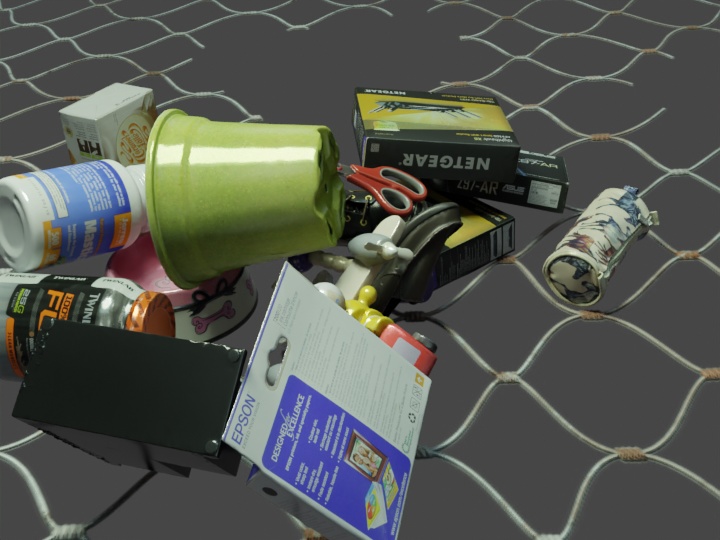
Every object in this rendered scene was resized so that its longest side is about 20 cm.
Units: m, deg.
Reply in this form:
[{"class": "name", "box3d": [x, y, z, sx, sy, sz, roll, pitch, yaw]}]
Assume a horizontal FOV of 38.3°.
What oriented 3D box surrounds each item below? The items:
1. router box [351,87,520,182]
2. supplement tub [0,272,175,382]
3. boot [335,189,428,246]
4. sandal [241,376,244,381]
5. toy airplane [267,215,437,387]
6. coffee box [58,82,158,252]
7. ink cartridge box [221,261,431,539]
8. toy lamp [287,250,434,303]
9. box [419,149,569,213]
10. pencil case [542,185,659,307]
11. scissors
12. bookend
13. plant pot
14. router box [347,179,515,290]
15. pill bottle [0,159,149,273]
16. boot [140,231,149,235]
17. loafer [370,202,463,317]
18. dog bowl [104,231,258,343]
[{"class": "router box", "box3d": [0.093, -0.177, 1.344, 0.196, 0.053, 0.158, 2, 32, -9]}, {"class": "supplement tub", "box3d": [-0.316, 0.068, 1.163, 0.196, 0.124, 0.123, 2, 31, 13]}, {"class": "boot", "box3d": [-0.029, -0.085, 1.278, 0.198, 0.150, 0.074, 5, 71, 45]}, {"class": "sandal", "box3d": [-0.088, 0.156, 1.013, 0.198, 0.082, 0.055, 27, 63, 17]}, {"class": "toy airplane", "box3d": [-0.026, 0.050, 1.105, 0.196, 0.141, 0.203, -19, 57, 16]}, {"class": "coffee box", "box3d": [-0.331, -0.140, 1.434, 0.079, 0.203, 0.114, 14, 35, 31]}, {"class": "ink cartridge box", "box3d": [-0.030, 0.126, 0.928, 0.043, 0.199, 0.200, -28, 31, 40]}, {"class": "toy lamp", "box3d": [0.000, 0.000, 1.294, 0.197, 0.059, 0.058, 13, 35, 31]}, {"class": "box", "box3d": [0.185, -0.137, 1.438, 0.196, 0.044, 0.160, 11, 20, 5]}, {"class": "pencil case", "box3d": [0.295, -0.031, 1.276, 0.088, 0.079, 0.200, -8, 23, 38]}, {"class": "scissors", "box3d": [-0.015, -0.120, 1.238, 0.197, 0.014, 0.074, 26, 47, 3]}, {"class": "bookend", "box3d": [-0.175, 0.131, 0.954, 0.196, 0.199, 0.094, 7, 70, 17]}, {"class": "plant pot", "box3d": [-0.117, -0.086, 1.152, 0.181, 0.203, 0.201, -4, 30, 13]}, {"class": "router box", "box3d": [0.082, -0.055, 1.375, 0.156, 0.053, 0.199, -25, 36, -30]}, {"class": "pill bottle", "box3d": [-0.333, -0.072, 1.252, 0.111, 0.114, 0.198, 23, 28, 39]}, {"class": "boot", "box3d": [-0.217, -0.065, 1.405, 0.153, 0.074, 0.199, 13, 19, 25]}, {"class": "loafer", "box3d": [0.054, 0.007, 1.202, 0.071, 0.200, 0.073, 46, 10, 17]}, {"class": "dog bowl", "box3d": [-0.228, 0.015, 1.287, 0.196, 0.075, 0.201, -3, 30, 2]}]
